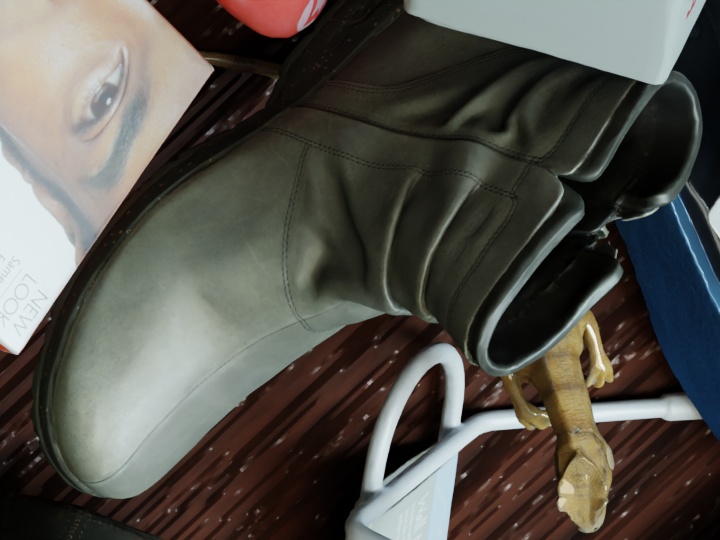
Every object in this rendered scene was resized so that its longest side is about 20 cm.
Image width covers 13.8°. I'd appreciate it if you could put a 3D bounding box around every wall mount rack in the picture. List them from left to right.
[{"bbox_3d":[0.049,0.117,1.056,0.174,0.074,0.201,-32,137,-52],"label":"wall mount rack"}]

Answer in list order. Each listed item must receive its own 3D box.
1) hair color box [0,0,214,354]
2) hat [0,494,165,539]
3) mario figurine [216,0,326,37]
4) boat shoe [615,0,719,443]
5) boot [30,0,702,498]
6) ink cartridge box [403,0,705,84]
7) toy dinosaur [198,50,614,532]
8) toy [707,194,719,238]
[{"bbox_3d":[-0.147,-0.080,0.848,0.200,0.064,0.111,44,72,-35],"label":"hair color box"},{"bbox_3d":[-0.095,0.124,0.982,0.201,0.200,0.081,44,51,-34],"label":"hat"},{"bbox_3d":[0.013,-0.158,0.869,0.123,0.106,0.201,12,110,-29],"label":"mario figurine"},{"bbox_3d":[0.138,-0.004,1.017,0.068,0.084,0.201,-34,124,-17],"label":"boat shoe"},{"bbox_3d":[0.000,0.000,0.869,0.200,0.130,0.068,-50,133,-10],"label":"boot"},{"bbox_3d":[0.081,-0.177,0.832,0.082,0.146,0.201,17,131,12],"label":"ink cartridge box"},{"bbox_3d":[0.036,-0.011,0.972,0.060,0.106,0.200,-41,80,17],"label":"toy dinosaur"},{"bbox_3d":[0.175,-0.033,0.985,0.115,0.047,0.200,51,54,-17],"label":"toy"}]
